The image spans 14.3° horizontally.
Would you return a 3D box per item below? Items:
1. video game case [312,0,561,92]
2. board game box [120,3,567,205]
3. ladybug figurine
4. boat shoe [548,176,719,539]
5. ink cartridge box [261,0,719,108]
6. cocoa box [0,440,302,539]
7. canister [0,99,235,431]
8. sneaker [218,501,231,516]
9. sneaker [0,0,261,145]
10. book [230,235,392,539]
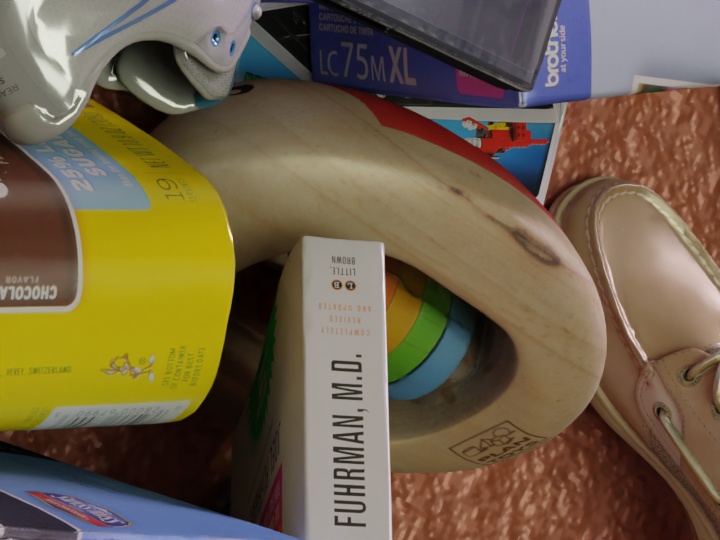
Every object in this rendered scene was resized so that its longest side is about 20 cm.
[{"bbox_3d":[0.002,-0.142,0.750,0.200,0.019,0.143,20,86,-47],"label":"video game case"},{"bbox_3d":[-0.010,-0.104,0.951,0.200,0.035,0.127,16,85,-34],"label":"board game box"},{"bbox_3d":[0.000,0.000,0.925,0.200,0.136,0.072,37,36,-41],"label":"ladybug figurine"},{"bbox_3d":[0.134,0.051,1.013,0.072,0.065,0.200,-23,83,-30],"label":"boat shoe"},{"bbox_3d":[0.070,-0.078,0.913,0.200,0.119,0.042,-6,99,-33],"label":"ink cartridge box"},{"bbox_3d":[-0.124,0.119,0.798,0.131,0.200,0.134,7,92,-34],"label":"cocoa box"},{"bbox_3d":[-0.153,-0.006,0.799,0.200,0.148,0.087,-1,111,-36],"label":"canister"},{"bbox_3d":[-0.046,0.152,0.926,0.074,0.082,0.200,46,69,-26],"label":"sneaker"},{"bbox_3d":[-0.051,-0.094,0.841,0.200,0.075,0.087,-33,102,-40],"label":"sneaker"},{"bbox_3d":[-0.011,0.110,0.831,0.048,0.134,0.200,4,59,-8],"label":"book"}]
